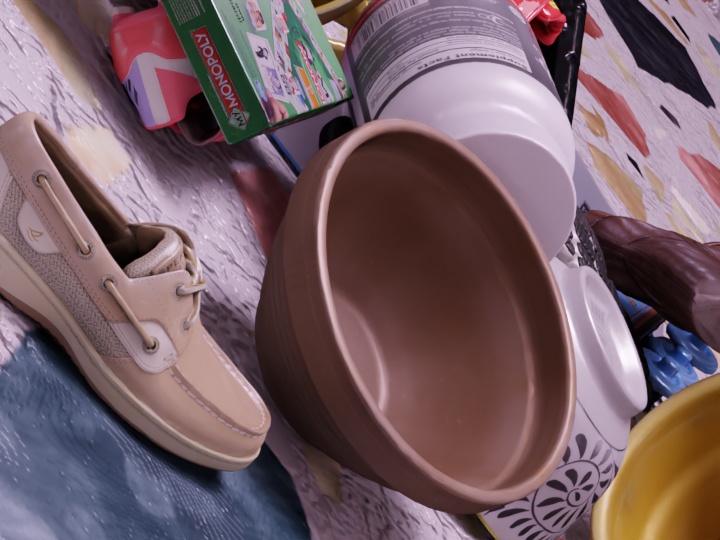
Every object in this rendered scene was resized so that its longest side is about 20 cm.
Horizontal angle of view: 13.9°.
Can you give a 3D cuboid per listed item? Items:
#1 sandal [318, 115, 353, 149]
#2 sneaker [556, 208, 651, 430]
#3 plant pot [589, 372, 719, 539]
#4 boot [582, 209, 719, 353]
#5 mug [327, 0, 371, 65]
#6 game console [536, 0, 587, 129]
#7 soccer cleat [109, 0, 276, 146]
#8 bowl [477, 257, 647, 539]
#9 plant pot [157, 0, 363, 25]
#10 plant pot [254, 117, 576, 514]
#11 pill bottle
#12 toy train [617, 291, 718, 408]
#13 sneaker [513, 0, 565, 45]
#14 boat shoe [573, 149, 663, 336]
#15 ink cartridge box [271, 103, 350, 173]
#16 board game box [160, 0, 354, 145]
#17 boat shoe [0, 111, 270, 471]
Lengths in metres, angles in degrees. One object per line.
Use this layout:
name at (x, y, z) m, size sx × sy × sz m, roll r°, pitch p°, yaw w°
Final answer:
sandal at (0.000, 0.000, 1.682) m, size 0.075 × 0.045 × 0.200 m, roll 25°, pitch 46°, yaw -50°
sneaker at (0.110, 0.025, 1.784) m, size 0.077 × 0.085 × 0.200 m, roll -85°, pitch 153°, yaw -62°
plant pot at (0.259, 0.186, 1.758) m, size 0.189 × 0.201 × 0.201 m, roll 59°, pitch 7°, yaw -45°
boot at (0.242, 0.026, 1.846) m, size 0.186 × 0.064 × 0.200 m, roll 16°, pitch 6°, yaw -26°
mug at (-0.029, -0.235, 1.885) m, size 0.153 × 0.149 × 0.187 m, roll 21°, pitch 22°, yaw -16°
game console at (0.077, -0.099, 1.940) m, size 0.200 × 0.116 × 0.176 m, roll 97°, pitch 2°, yaw -52°
soccer cleat at (-0.077, -0.097, 1.634) m, size 0.200 × 0.067 × 0.077 m, roll 22°, pitch 56°, yaw -65°
bowl at (0.102, 0.055, 1.663) m, size 0.201 × 0.094 × 0.201 m, roll 58°, pitch 18°, yaw -32°
plant pot at (-0.058, -0.219, 1.750) m, size 0.200 × 0.200 × 0.142 m, roll 56°, pitch -9°, yaw 11°
plant pot at (0.012, 0.032, 1.477) m, size 0.201 × 0.093 × 0.201 m, roll 30°, pitch 48°, yaw -41°
pill bottle at (0.055, -0.077, 1.631) m, size 0.116 × 0.116 × 0.200 m, roll 45°, pitch 15°, yaw -26°
toy train at (0.164, 0.055, 1.949) m, size 0.114 × 0.087 × 0.200 m, roll 46°, pitch 19°, yaw 6°
sneaker at (0.089, -0.174, 1.840) m, size 0.085 × 0.077 × 0.200 m, roll 18°, pitch 62°, yaw -3°
boat shoe at (0.153, -0.016, 2.102) m, size 0.069 × 0.057 × 0.200 m, roll -46°, pitch 119°, yaw -32°
ink cartridge box at (0.026, -0.071, 1.842) m, size 0.115 × 0.068 × 0.200 m, roll 54°, pitch 15°, yaw 1°
board game box at (-0.077, -0.170, 1.583) m, size 0.200 × 0.029 × 0.135 m, roll 65°, pitch 21°, yaw 0°
boat shoe at (-0.100, 0.011, 1.302) m, size 0.200 × 0.065 × 0.072 m, roll 46°, pitch 17°, yaw -24°
